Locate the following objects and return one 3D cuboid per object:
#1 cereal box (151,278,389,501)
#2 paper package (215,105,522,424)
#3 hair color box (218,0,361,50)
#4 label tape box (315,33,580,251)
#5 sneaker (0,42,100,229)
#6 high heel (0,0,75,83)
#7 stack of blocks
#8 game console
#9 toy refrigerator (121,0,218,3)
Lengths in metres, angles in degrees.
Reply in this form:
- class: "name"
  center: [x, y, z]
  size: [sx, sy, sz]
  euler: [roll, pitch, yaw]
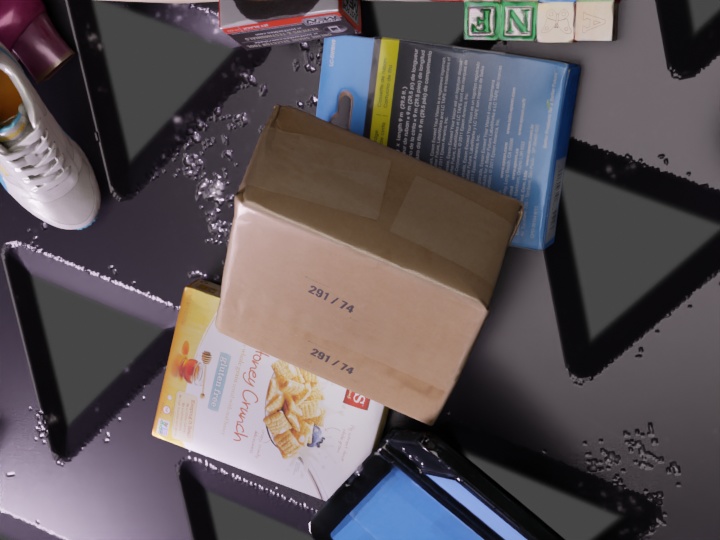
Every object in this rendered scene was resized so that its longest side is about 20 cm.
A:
- class: "cereal box"
  center: [-0.073, 0.107, 1.126]
  size: [0.197, 0.040, 0.146]
  euler: [18, 105, 12]
- class: "paper package"
  center: [0.000, 0.000, 0.991]
  size: [0.197, 0.104, 0.192]
  euler: [22, 144, 2]
- class: "hair color box"
  center: [-0.057, -0.283, 1.011]
  size: [0.100, 0.061, 0.204]
  euler: [-6, 82, 16]
- class: "label tape box"
  center: [0.065, -0.107, 1.036]
  size: [0.197, 0.063, 0.147]
  euler: [11, 103, 17]
- class: "sneaker"
  center: [-0.286, -0.108, 1.092]
  size: [0.076, 0.081, 0.201]
  euler: [-35, 122, -3]
- class: "high heel"
  center: [-0.350, -0.169, 1.137]
  size: [0.199, 0.067, 0.097]
  euler: [-38, 99, 3]
- class: "stack of blocks"
  center: [0.101, -0.237, 1.005]
  size: [0.197, 0.059, 0.117]
  euler: [4, 101, 15]
- class: "game console"
  center: [0.076, 0.233, 1.053]
  size: [0.199, 0.176, 0.117]
  euler: [39, 78, -7]
- class: "toy refrigerator"
  center: [-0.150, -0.244, 0.999]
  size: [0.075, 0.200, 0.071]
  euler: [1, 101, 16]
